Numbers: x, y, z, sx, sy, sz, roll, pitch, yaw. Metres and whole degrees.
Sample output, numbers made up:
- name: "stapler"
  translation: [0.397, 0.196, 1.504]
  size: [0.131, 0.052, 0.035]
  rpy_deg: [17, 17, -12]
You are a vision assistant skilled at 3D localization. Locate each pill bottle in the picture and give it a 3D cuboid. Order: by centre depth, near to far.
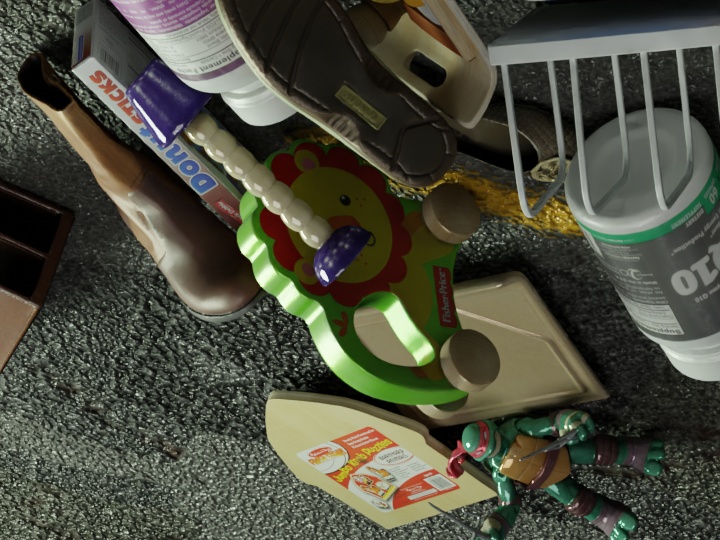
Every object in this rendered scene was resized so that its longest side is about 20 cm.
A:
- name: "pill bottle"
  translation: [-0.104, -0.193, 1.460]
  size: [0.111, 0.113, 0.200]
  rpy_deg: [-15, 135, 31]
- name: "pill bottle"
  translation: [0.236, -0.015, 1.590]
  size: [0.112, 0.114, 0.200]
  rpy_deg: [-10, 138, 26]

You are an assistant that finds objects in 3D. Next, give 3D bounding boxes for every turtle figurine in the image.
- name: "turtle figurine"
  translation: [0.155, 0.165, 1.830]
  size: [0.198, 0.101, 0.150]
  rpy_deg: [15, 123, -27]

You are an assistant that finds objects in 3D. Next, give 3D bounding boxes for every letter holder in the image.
- name: "letter holder"
  translation: [-0.344, 0.013, 1.798]
  size: [0.141, 0.101, 0.200]
  rpy_deg: [25, 141, -13]

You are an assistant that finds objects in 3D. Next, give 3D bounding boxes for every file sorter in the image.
- name: "file sorter"
  translation: [0.202, -0.110, 1.421]
  size: [0.198, 0.139, 0.126]
  rpy_deg: [-3, 105, 19]

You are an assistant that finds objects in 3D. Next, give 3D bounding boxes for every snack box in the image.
- name: "snack box"
  translation: [-0.141, -0.112, 1.602]
  size: [0.024, 0.072, 0.200]
  rpy_deg: [-29, 128, 20]

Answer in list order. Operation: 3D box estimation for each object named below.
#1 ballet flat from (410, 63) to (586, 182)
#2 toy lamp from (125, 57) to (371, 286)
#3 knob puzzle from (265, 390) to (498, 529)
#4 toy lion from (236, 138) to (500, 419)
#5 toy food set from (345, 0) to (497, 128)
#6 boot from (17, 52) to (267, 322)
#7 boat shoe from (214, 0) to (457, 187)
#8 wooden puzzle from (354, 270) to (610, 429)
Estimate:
- name: "ballet flat"
  translation: [0.077, -0.103, 1.576]
  size: [0.198, 0.047, 0.067]
  rpy_deg: [23, 142, -13]
- name: "toy lamp"
  translation: [-0.083, -0.072, 1.539]
  size: [0.200, 0.058, 0.058]
  rpy_deg: [43, 136, -6]
- name: "knob puzzle"
  translation: [0.002, 0.155, 1.929]
  size: [0.218, 0.031, 0.220]
  rpy_deg: [17, 150, 10]
- name: "toy lion"
  translation: [0.000, 0.000, 1.615]
  size: [0.190, 0.202, 0.069]
  rpy_deg: [9, 149, -28]
- name: "toy food set"
  translation: [-0.002, -0.189, 1.410]
  size: [0.060, 0.143, 0.200]
  rpy_deg: [-43, 130, -4]
- name: "boot"
  translation: [-0.160, -0.066, 1.614]
  size: [0.068, 0.188, 0.200]
  rpy_deg: [-37, 131, -2]
- name: "boat shoe"
  translation: [-0.023, -0.131, 1.427]
  size: [0.072, 0.076, 0.200]
  rpy_deg: [-44, 106, 0]
- name: "wooden puzzle"
  translation: [0.089, 0.065, 1.798]
  size: [0.184, 0.038, 0.200]
  rpy_deg: [-12, 142, 28]
